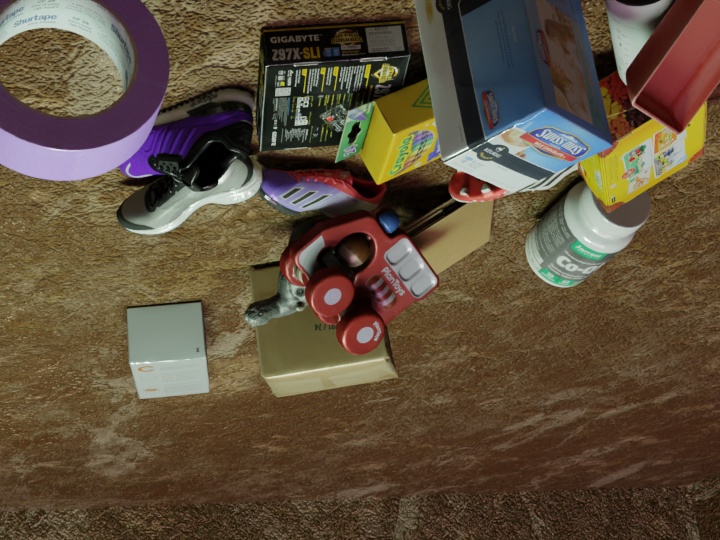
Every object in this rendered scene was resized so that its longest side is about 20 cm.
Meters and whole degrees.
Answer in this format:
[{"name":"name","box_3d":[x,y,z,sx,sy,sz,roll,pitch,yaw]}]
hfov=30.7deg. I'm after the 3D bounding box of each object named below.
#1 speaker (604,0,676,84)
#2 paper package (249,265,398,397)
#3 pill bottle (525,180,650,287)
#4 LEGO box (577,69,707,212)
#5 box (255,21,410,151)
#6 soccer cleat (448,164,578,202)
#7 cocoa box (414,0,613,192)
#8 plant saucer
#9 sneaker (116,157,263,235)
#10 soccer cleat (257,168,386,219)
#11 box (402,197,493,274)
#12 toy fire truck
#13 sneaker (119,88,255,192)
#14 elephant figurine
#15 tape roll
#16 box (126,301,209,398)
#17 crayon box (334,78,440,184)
[{"name":"speaker","box_3d":[0.305,-0.268,1.402,0.081,0.082,0.200,-12,158,12]},{"name":"paper package","box_3d":[-0.057,0.081,2.010,0.199,0.192,0.104,-10,157,5]},{"name":"pill bottle","box_3d":[0.326,-0.062,1.887,0.112,0.114,0.200,0,157,-19]},{"name":"LEGO box","box_3d":[0.339,-0.172,1.599,0.149,0.077,0.200,-32,157,1]},{"name":"box","box_3d":[-0.037,-0.205,1.489,0.159,0.050,0.200,-7,159,-9]},{"name":"soccer cleat","box_3d":[0.215,-0.130,1.743,0.199,0.069,0.085,-21,151,20]},{"name":"cocoa box","box_3d":[0.155,-0.206,1.341,0.131,0.201,0.133,-24,153,34]},{"name":"plant saucer","box_3d":[0.358,-0.248,1.378,0.200,0.037,0.200,-55,154,13]},{"name":"sneaker","box_3d":[-0.224,-0.108,1.653,0.199,0.074,0.079,-21,146,17]},{"name":"soccer cleat","box_3d":[-0.053,-0.109,1.718,0.199,0.068,0.073,13,134,-42]},{"name":"box","box_3d":[0.121,-0.046,1.895,0.163,0.021,0.200,-32,160,-10]},{"name":"toy fire truck","box_3d":[0.000,0.000,1.759,0.168,0.112,0.200,-40,127,-4]},{"name":"sneaker","box_3d":[-0.208,-0.133,1.534,0.199,0.100,0.069,-21,153,30]},{"name":"elephant figurine","box_3d":[-0.054,0.001,1.862,0.199,0.156,0.141,13,154,-43]},{"name":"tape roll","box_3d":[-0.283,-0.188,1.235,0.199,0.201,0.066,1,158,-20]},{"name":"box","box_3d":[-0.318,0.135,2.186,0.124,0.098,0.200,-5,159,-7]},{"name":"crayon box","box_3d":[0.075,-0.170,1.516,0.199,0.052,0.126,-24,163,-17]}]
